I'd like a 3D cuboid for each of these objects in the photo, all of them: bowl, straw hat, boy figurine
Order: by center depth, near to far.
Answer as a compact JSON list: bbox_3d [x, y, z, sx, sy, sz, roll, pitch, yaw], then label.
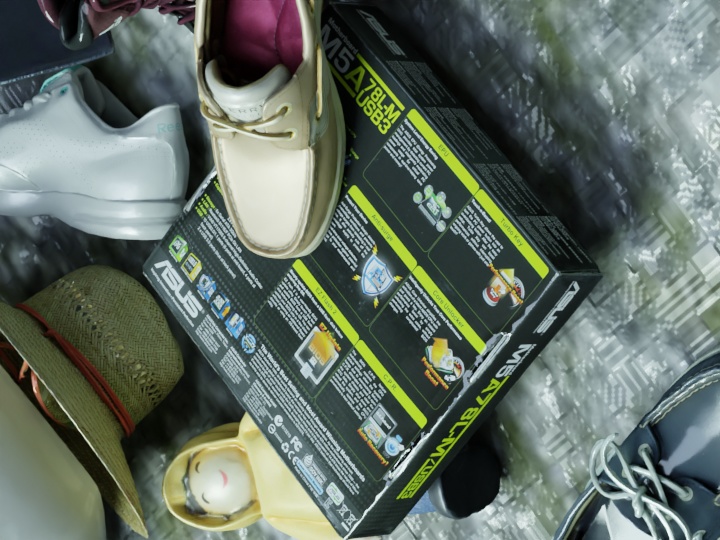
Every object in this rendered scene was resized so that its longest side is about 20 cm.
[{"bbox_3d":[-0.024,0.098,1.543,0.200,0.064,0.125,-7,103,36],"label":"boy figurine"},{"bbox_3d":[-0.148,0.045,1.599,0.201,0.085,0.201,49,168,14],"label":"straw hat"},{"bbox_3d":[-0.215,0.117,1.656,0.200,0.075,0.200,48,164,15],"label":"bowl"}]

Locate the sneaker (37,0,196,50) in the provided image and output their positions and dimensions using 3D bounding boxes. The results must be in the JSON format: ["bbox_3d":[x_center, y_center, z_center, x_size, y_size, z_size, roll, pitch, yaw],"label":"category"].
[{"bbox_3d":[-0.105,-0.135,1.437,0.076,0.116,0.200,-14,131,41],"label":"sneaker"}]

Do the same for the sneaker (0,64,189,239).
[{"bbox_3d":[-0.176,-0.074,1.606,0.200,0.075,0.089,10,100,30],"label":"sneaker"}]

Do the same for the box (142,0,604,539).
[{"bbox_3d":[0.000,0.000,1.453,0.200,0.047,0.193,51,117,26],"label":"box"}]

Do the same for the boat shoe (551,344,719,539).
[{"bbox_3d":[0.142,0.114,1.415,0.075,0.062,0.200,50,129,16],"label":"boat shoe"}]

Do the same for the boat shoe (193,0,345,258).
[{"bbox_3d":[-0.051,-0.096,1.395,0.074,0.069,0.200,3,108,19],"label":"boat shoe"}]

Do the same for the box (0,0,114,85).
[{"bbox_3d":[-0.232,-0.195,1.514,0.197,0.117,0.200,9,116,68],"label":"box"}]
